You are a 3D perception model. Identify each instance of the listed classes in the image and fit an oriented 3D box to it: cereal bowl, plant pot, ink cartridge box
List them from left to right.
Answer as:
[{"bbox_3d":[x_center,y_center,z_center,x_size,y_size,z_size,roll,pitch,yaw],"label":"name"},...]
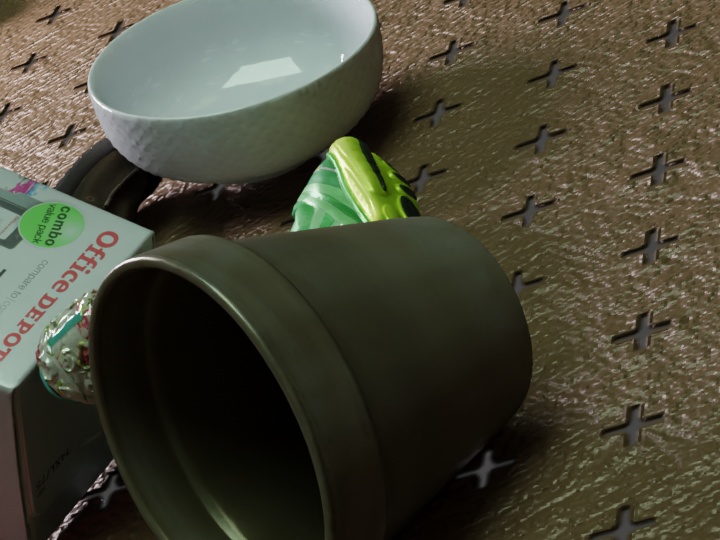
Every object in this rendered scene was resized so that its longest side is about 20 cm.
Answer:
[{"bbox_3d":[-0.235,0.035,1.512,0.200,0.146,0.147,22,49,20],"label":"ink cartridge box"},{"bbox_3d":[-0.077,-0.116,1.757,0.200,0.083,0.200,-12,29,7],"label":"cereal bowl"},{"bbox_3d":[-0.013,0.057,1.332,0.173,0.200,0.200,-24,21,-33],"label":"plant pot"}]

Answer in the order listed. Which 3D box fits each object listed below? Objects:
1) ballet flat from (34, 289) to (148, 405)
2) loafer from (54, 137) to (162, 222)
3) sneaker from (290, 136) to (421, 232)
[{"bbox_3d":[-0.084,0.041,1.428,0.076,0.200,0.064,57,129,30],"label":"ballet flat"},{"bbox_3d":[-0.184,-0.020,1.746,0.200,0.071,0.073,-48,-11,-46],"label":"loafer"},{"bbox_3d":[0.000,0.000,1.536,0.084,0.074,0.200,-47,25,19],"label":"sneaker"}]
